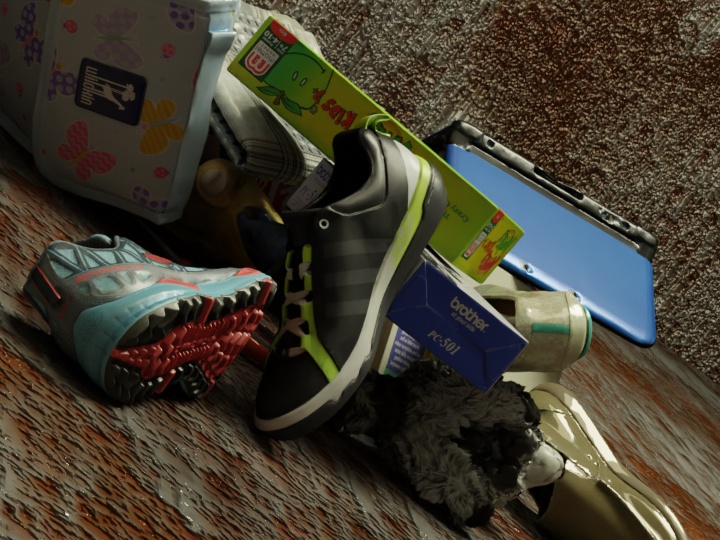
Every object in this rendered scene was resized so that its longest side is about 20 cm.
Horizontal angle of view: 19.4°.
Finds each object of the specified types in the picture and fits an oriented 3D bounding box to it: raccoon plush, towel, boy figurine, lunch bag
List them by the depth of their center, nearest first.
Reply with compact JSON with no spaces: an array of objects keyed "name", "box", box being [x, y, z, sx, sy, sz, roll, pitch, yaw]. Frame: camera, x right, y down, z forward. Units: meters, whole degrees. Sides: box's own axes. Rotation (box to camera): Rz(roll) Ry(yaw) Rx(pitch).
[{"name":"raccoon plush","box":[0.045,0.088,1.375,0.200,0.097,0.134,38,0,1]},{"name":"lunch bag","box":[-0.166,-0.150,1.400,0.127,0.170,0.200,-11,41,-39]},{"name":"boy figurine","box":[-0.085,-0.029,1.455,0.200,0.064,0.125,38,-17,47]},{"name":"towel","box":[-0.060,-0.133,1.514,0.192,0.035,0.200,10,40,-50]}]

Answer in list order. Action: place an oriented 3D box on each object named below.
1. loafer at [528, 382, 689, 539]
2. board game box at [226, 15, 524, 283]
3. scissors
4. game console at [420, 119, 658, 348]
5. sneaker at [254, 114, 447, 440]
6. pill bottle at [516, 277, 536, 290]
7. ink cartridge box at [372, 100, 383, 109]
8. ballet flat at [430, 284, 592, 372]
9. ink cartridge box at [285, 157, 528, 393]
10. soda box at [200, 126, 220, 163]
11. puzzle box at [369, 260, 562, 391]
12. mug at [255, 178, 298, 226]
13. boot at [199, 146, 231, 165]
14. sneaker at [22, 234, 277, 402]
[{"name":"loafer","box":[0.161,0.170,1.491,0.067,0.076,0.200,-17,54,-34]},{"name":"board game box","box":[0.011,-0.078,1.378,0.200,0.048,0.102,41,4,16]},{"name":"scissors","box":[-0.114,0.002,1.400,0.200,0.014,0.073,43,10,24]},{"name":"game console","box":[0.123,-0.016,1.636,0.200,0.119,0.171,30,-23,-17]},{"name":"sneaker","box":[-0.025,0.000,1.212,0.083,0.201,0.072,39,-25,-28]},{"name":"pill bottle","box":[0.085,0.011,1.761,0.113,0.113,0.200,34,20,-27]},{"name":"ink cartridge box","box":[-0.099,-0.155,1.709,0.147,0.086,0.200,25,-7,45]},{"name":"ballet flat","box":[0.080,0.038,1.380,0.062,0.068,0.200,3,-9,-24]},{"name":"ink cartridge box","box":[0.025,-0.001,1.329,0.094,0.044,0.200,38,4,-28]},{"name":"soda box","box":[-0.183,-0.144,1.570,0.063,0.069,0.200,-17,35,-36]},{"name":"puzzle box","box":[0.077,0.060,1.520,0.025,0.134,0.200,6,-18,43]},{"name":"mug","box":[0.005,-0.010,1.608,0.177,0.134,0.200,32,13,-29]},{"name":"boot","box":[-0.143,-0.103,1.714,0.200,0.070,0.132,39,-1,-38]},{"name":"sneaker","box":[-0.112,0.011,1.122,0.095,0.079,0.200,38,7,14]}]
